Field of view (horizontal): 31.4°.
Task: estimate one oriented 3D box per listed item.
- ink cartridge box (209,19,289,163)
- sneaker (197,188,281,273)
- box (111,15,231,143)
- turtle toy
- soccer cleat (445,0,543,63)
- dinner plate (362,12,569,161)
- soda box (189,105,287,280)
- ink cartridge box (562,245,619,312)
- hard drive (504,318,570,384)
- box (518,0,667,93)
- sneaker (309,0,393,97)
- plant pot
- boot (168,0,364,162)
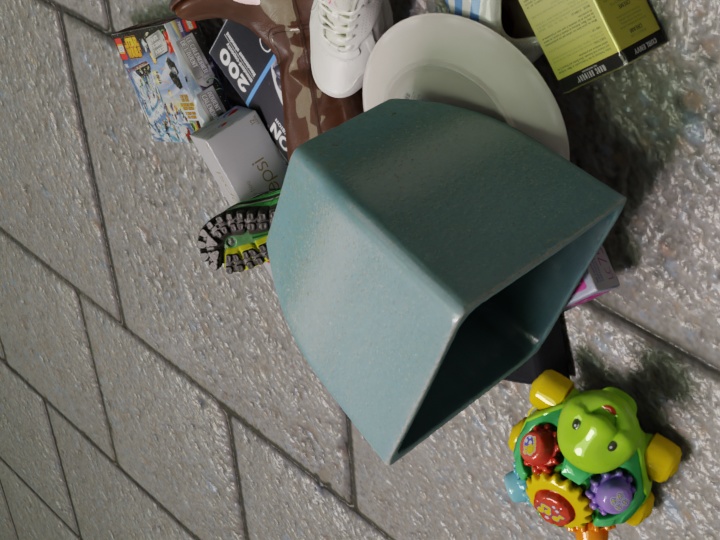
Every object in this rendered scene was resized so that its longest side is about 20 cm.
[{"bbox_3d":[-0.073,-0.175,1.297,0.198,0.043,0.200,55,150,7],"label":"ink cartridge box"},{"bbox_3d":[-0.062,-0.060,1.272,0.085,0.200,0.078,-80,-23,-69],"label":"sneaker"},{"bbox_3d":[-0.210,-0.212,1.433,0.200,0.040,0.137,15,129,62],"label":"box"},{"bbox_3d":[0.193,0.163,1.110,0.146,0.101,0.200,31,142,15],"label":"turtle toy"},{"bbox_3d":[0.087,-0.246,0.996,0.086,0.070,0.200,-22,99,43],"label":"soccer cleat"},{"bbox_3d":[0.077,-0.110,1.032,0.200,0.024,0.200,25,134,30],"label":"dinner plate"},{"bbox_3d":[-0.099,-0.072,1.356,0.200,0.064,0.068,61,166,-21],"label":"soda box"},{"bbox_3d":[0.119,-0.004,1.105,0.200,0.042,0.119,-31,77,47],"label":"ink cartridge box"},{"bbox_3d":[0.105,0.035,1.215,0.200,0.042,0.135,17,129,48],"label":"hard drive"},{"bbox_3d":[0.141,-0.235,0.931,0.075,0.050,0.200,-21,98,59],"label":"box"},{"bbox_3d":[-0.014,-0.229,1.069,0.078,0.099,0.200,23,125,14],"label":"sneaker"},{"bbox_3d":[0.040,-0.015,0.978,0.200,0.196,0.196,43,141,19],"label":"plant pot"},{"bbox_3d":[-0.079,-0.179,1.192,0.186,0.064,0.200,-9,99,27],"label":"boot"}]
